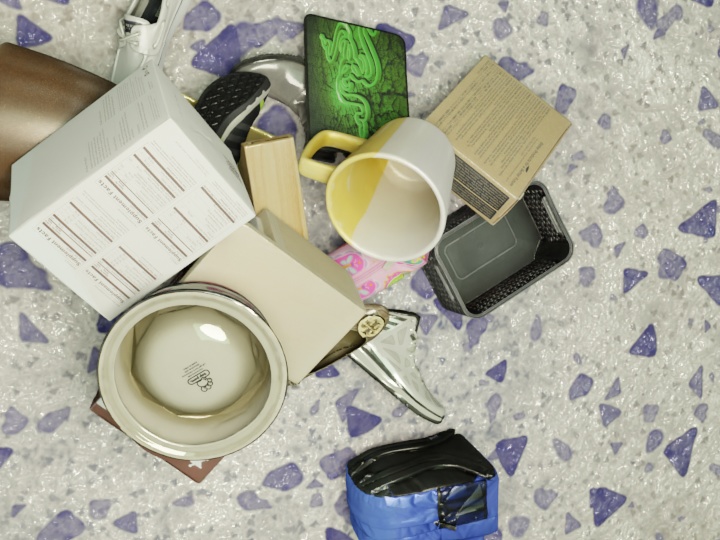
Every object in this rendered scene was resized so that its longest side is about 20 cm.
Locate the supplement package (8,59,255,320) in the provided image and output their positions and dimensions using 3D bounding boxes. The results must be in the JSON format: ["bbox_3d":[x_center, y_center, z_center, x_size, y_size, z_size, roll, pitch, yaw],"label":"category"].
[{"bbox_3d":[-0.247,-0.087,0.906,0.200,0.152,0.151,-35,130,6],"label":"supplement package"}]

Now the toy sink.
[{"bbox_3d":[-0.115,0.017,1.005,0.200,0.112,0.130,36,105,-28],"label":"toy sink"}]

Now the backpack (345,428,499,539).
[{"bbox_3d":[0.082,0.338,1.207,0.199,0.162,0.169,-4,99,-17],"label":"backpack"}]

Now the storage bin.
[{"bbox_3d":[0.196,-0.034,1.246,0.199,0.094,0.136,-31,103,-11],"label":"storage bin"}]

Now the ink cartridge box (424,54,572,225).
[{"bbox_3d":[0.180,-0.185,1.174,0.165,0.075,0.200,40,52,1],"label":"ink cartridge box"}]

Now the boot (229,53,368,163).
[{"bbox_3d":[-0.076,-0.217,1.140,0.199,0.070,0.132,0,74,-15],"label":"boot"}]

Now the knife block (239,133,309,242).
[{"bbox_3d":[-0.102,-0.050,1.068,0.064,0.200,0.176,-14,69,-15],"label":"knife block"}]

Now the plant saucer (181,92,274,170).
[{"bbox_3d":[-0.219,-0.117,1.138,0.199,0.048,0.201,23,89,-17],"label":"plant saucer"}]

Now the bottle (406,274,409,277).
[{"bbox_3d":[0.049,-0.090,1.207,0.083,0.065,0.201,-5,97,-40],"label":"bottle"}]

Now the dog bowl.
[{"bbox_3d":[-0.178,0.101,0.913,0.199,0.074,0.201,-2,110,-5],"label":"dog bowl"}]

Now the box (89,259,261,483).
[{"bbox_3d":[-0.207,0.119,1.063,0.166,0.200,0.164,39,103,-17],"label":"box"}]

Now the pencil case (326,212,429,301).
[{"bbox_3d":[0.000,0.000,1.153,0.199,0.088,0.088,-32,105,19],"label":"pencil case"}]

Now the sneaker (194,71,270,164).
[{"bbox_3d":[-0.181,-0.171,1.074,0.071,0.083,0.200,22,61,23],"label":"sneaker"}]

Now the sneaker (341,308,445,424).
[{"bbox_3d":[0.073,0.129,1.231,0.200,0.076,0.115,42,84,-13],"label":"sneaker"}]

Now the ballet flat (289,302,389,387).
[{"bbox_3d":[-0.042,0.108,1.160,0.199,0.046,0.067,-30,126,22],"label":"ballet flat"}]

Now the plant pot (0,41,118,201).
[{"bbox_3d":[-0.333,-0.161,1.014,0.199,0.187,0.188,9,92,-9],"label":"plant pot"}]

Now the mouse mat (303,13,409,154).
[{"bbox_3d":[-0.003,-0.250,1.153,0.160,0.008,0.201,5,72,-27],"label":"mouse mat"}]

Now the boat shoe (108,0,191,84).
[{"bbox_3d":[-0.284,-0.306,1.082,0.073,0.065,0.201,15,81,21],"label":"boat shoe"}]

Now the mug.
[{"bbox_3d":[0.038,-0.128,1.047,0.187,0.149,0.153,44,40,-13],"label":"mug"}]
